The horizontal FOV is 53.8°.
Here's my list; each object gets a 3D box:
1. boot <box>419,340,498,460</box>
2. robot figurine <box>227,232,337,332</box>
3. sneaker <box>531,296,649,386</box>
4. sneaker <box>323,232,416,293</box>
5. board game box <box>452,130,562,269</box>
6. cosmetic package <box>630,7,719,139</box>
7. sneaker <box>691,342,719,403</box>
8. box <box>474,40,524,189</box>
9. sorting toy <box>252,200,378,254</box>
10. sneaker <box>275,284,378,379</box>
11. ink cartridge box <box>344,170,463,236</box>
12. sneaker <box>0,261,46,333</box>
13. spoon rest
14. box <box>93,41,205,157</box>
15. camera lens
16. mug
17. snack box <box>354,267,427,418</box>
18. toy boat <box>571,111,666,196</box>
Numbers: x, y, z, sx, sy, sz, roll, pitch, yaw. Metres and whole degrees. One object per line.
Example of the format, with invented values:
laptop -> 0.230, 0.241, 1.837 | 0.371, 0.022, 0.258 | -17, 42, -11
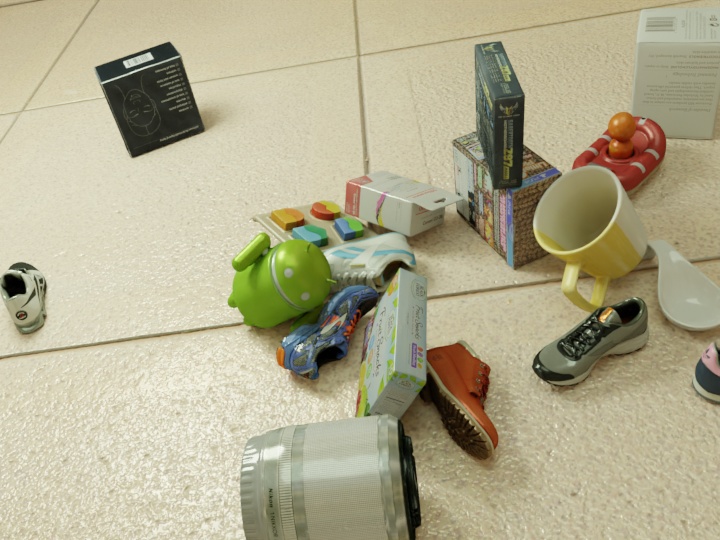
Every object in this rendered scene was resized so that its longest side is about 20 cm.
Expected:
boot -> 0.151, 0.170, 0.987 | 0.106, 0.076, 0.201 | -18, 39, -16
robot figurine -> -0.129, 0.021, 1.155 | 0.198, 0.176, 0.116 | -24, 22, 36
sneaker -> 0.330, 0.097, 1.021 | 0.198, 0.080, 0.074 | -26, 44, -14
sneaker -> 0.000, 0.000, 1.215 | 0.197, 0.077, 0.081 | -21, 46, -6
board game box -> 0.253, -0.134, 1.243 | 0.095, 0.161, 0.201 | -22, 42, -13
cosmetic package -> 0.635, -0.398, 1.426 | 0.163, 0.202, 0.169 | 6, 43, 20
sneaker -> 0.543, 0.137, 0.920 | 0.196, 0.083, 0.071 | 1, 41, 14
box -> 0.221, -0.252, 1.141 | 0.050, 0.160, 0.202 | -7, 39, 3
sorting toy -> -0.077, -0.084, 1.317 | 0.183, 0.037, 0.199 | -16, 35, -36
sneaker -> -0.038, 0.101, 1.121 | 0.078, 0.076, 0.200 | 36, 64, 27
ink cartridge box -> 0.080, -0.122, 1.317 | 0.198, 0.069, 0.116 | 23, 30, 35
sneaker -> -0.638, 0.023, 1.330 | 0.073, 0.090, 0.200 | -26, 41, -16
spoon rest -> 0.485, 0.017, 1.091 | 0.097, 0.061, 0.201 | -14, 39, -3
box -> -0.508, -0.415, 1.719 | 0.197, 0.199, 0.124 | -23, 40, -14
camera lens -> -0.030, 0.262, 0.850 | 0.196, 0.162, 0.161 | -7, 40, 5
mug -> 0.365, -0.046, 1.124 | 0.188, 0.152, 0.150 | -53, 38, 8
snack box -> 0.045, 0.117, 1.013 | 0.052, 0.143, 0.202 | 20, 40, -12
toy boat -> 0.488, -0.234, 1.326 | 0.129, 0.132, 0.199 | 27, 53, 36
